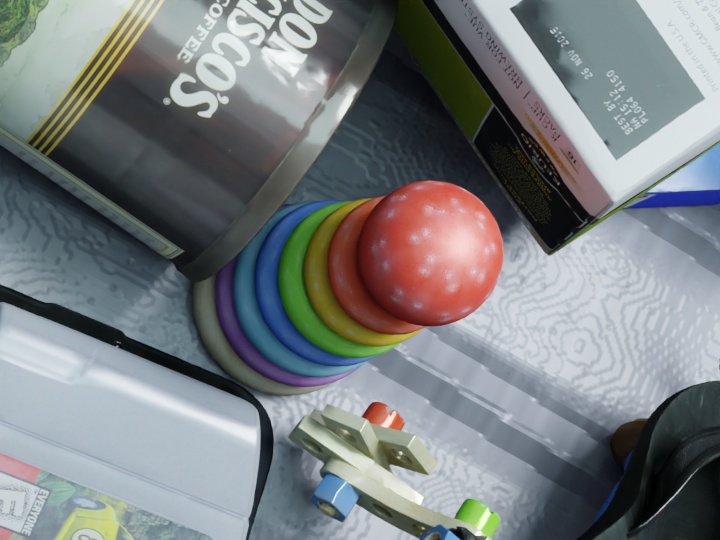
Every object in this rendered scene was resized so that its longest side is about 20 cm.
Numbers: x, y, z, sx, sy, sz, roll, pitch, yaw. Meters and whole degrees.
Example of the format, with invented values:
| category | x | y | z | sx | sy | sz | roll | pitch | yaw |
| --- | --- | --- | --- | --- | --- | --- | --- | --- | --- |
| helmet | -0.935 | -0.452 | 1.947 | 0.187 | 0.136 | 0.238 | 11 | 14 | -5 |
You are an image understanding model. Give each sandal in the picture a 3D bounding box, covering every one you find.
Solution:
| category | x | y | z | sx | sy | sz | roll | pitch | yaw |
| --- | --- | --- | --- | --- | --- | --- | --- | --- | --- |
| sandal | 0.138 | 0.111 | 0.881 | 0.075 | 0.048 | 0.200 | 58 | 41 | -11 |

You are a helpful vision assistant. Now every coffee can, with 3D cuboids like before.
| category | x | y | z | sx | sy | sz | roll | pitch | yaw |
| --- | --- | --- | --- | --- | --- | --- | --- | --- | --- |
| coffee can | -0.107 | -0.110 | 0.850 | 0.200 | 0.146 | 0.146 | 35 | 71 | -13 |

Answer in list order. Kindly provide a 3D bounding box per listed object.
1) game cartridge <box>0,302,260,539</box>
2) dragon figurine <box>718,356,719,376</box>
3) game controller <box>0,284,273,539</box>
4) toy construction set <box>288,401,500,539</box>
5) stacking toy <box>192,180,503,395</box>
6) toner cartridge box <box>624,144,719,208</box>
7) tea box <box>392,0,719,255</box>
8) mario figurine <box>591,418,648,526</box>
| category | x | y | z | sx | sy | sz | roll | pitch | yaw |
| --- | --- | --- | --- | --- | --- | --- | --- | --- | --- |
| game cartridge | -0.123 | 0.128 | 0.838 | 0.133 | 0.041 | 0.200 | 23 | 92 | -21 |
| dragon figurine | 0.230 | 0.105 | 0.998 | 0.099 | 0.059 | 0.200 | -22 | 91 | -23 |
| game controller | -0.132 | 0.067 | 0.878 | 0.200 | 0.042 | 0.104 | 24 | 60 | -17 |
| toy construction set | -0.004 | 0.151 | 0.860 | 0.092 | 0.131 | 0.200 | 29 | 72 | -27 |
| stacking toy | 0.000 | 0.000 | 0.846 | 0.085 | 0.200 | 0.085 | 4 | 80 | -21 |
| toner cartridge box | 0.130 | -0.131 | 1.003 | 0.095 | 0.043 | 0.200 | -3 | 83 | -22 |
| tea box | 0.085 | -0.130 | 0.867 | 0.134 | 0.197 | 0.200 | -34 | 88 | -6 |
| mario figurine | 0.089 | 0.157 | 0.940 | 0.123 | 0.106 | 0.200 | 31 | 55 | 23 |
